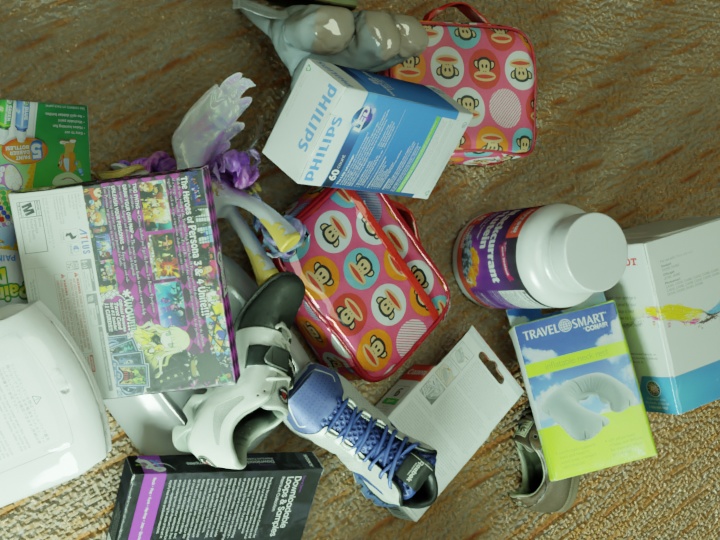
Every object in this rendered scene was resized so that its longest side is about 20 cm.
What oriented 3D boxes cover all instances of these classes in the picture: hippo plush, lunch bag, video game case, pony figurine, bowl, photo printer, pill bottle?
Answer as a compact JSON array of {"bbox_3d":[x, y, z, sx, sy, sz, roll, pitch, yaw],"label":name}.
[{"bbox_3d":[-0.037,-0.183,1.319,0.199,0.159,0.161,5,100,-3],"label":"hippo plush"},{"bbox_3d":[0.000,0.000,1.388,0.176,0.082,0.200,-45,109,-26],"label":"lunch bag"},{"bbox_3d":[-0.212,0.015,1.187,0.181,0.036,0.201,-7,100,6],"label":"video game case"},{"bbox_3d":[-0.146,-0.073,1.270,0.193,0.167,0.200,-39,72,-8],"label":"pony figurine"},{"bbox_3d":[-0.151,0.099,1.313,0.200,0.075,0.200,-42,106,-21],"label":"bowl"},{"bbox_3d":[-0.329,0.126,1.166,0.199,0.069,0.167,-23,99,10],"label":"photo printer"},{"bbox_3d":[0.196,-0.015,1.427,0.111,0.200,0.112,1,87,-28],"label":"pill bottle"},{"bbox_3d":[0.100,-0.208,1.451,0.199,0.082,0.177,0,87,-27],"label":"lunch bag"}]

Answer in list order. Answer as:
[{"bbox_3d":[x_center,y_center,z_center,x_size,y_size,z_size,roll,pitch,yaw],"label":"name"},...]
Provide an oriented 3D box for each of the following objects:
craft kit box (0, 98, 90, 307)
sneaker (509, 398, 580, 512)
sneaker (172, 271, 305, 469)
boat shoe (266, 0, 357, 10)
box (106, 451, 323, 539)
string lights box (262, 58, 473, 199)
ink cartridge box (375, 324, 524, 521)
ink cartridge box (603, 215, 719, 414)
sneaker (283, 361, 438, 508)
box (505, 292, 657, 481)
[{"bbox_3d":[-0.337,-0.058,1.203,0.200,0.048,0.198,-3,93,-48],"label":"craft kit box"},{"bbox_3d":[0.216,0.177,1.504,0.075,0.070,0.201,7,84,-26],"label":"sneaker"},{"bbox_3d":[-0.090,0.099,1.244,0.200,0.088,0.074,-62,148,-10],"label":"sneaker"},{"bbox_3d":[-0.092,-0.316,1.362,0.200,0.073,0.063,12,87,-19],"label":"boat shoe"},{"bbox_3d":[-0.146,0.245,1.294,0.199,0.036,0.143,4,118,-27],"label":"box"},{"bbox_3d":[0.011,-0.132,1.257,0.200,0.059,0.103,4,122,-51],"label":"string lights box"},{"bbox_3d":[0.080,0.165,1.445,0.200,0.050,0.109,-46,108,-22],"label":"ink cartridge box"},{"bbox_3d":[0.359,0.049,1.541,0.146,0.147,0.201,-16,96,-27],"label":"ink cartridge box"},{"bbox_3d":[0.016,0.172,1.310,0.199,0.115,0.081,46,70,-25],"label":"sneaker"},{"bbox_3d":[0.245,0.123,1.466,0.121,0.048,0.201,-14,81,-2],"label":"box"}]
